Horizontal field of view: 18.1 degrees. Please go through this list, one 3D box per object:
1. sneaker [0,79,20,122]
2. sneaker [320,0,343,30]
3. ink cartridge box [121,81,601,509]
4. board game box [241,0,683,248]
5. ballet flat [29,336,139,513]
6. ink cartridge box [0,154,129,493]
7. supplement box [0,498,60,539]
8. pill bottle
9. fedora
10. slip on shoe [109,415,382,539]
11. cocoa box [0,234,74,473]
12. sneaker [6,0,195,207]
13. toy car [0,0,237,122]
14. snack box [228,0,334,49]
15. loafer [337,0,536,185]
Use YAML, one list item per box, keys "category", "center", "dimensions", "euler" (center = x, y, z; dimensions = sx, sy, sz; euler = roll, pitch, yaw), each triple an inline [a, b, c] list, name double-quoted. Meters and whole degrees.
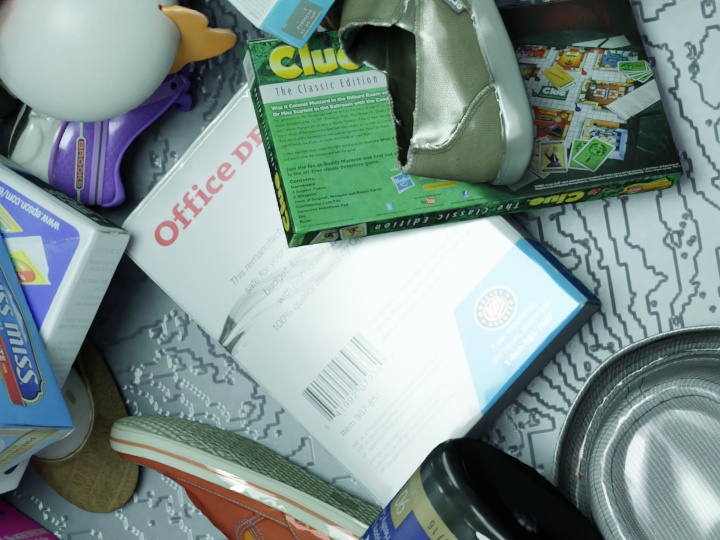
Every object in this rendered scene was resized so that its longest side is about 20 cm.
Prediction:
- category: "sneaker"
  center: [-0.186, -0.179, 1.197]
  dimensions: [0.087, 0.076, 0.201]
  euler: [-3, 89, 13]
- category: "sneaker"
  center: [-0.008, -0.162, 1.172]
  dimensions: [0.075, 0.070, 0.201]
  euler: [-25, 85, 37]
- category: "ink cartridge box"
  center: [0.000, 0.000, 1.148]
  dimensions: [0.200, 0.084, 0.145]
  euler: [44, 98, 9]
- category: "board game box"
  center: [0.050, -0.076, 1.099]
  dimensions: [0.199, 0.023, 0.105]
  euler: [-9, 72, -15]
- category: "ballet flat"
  center: [-0.178, 0.037, 1.195]
  dimensions: [0.068, 0.072, 0.201]
  euler: [-20, 85, 10]
- category: "ink cartridge box"
  center: [-0.235, 0.025, 1.159]
  dimensions: [0.198, 0.043, 0.200]
  euler: [31, 98, 28]
- category: "supplement box"
  center: [-0.164, 0.209, 1.175]
  dimensions: [0.200, 0.101, 0.104]
  euler: [31, 96, 11]
- category: "pill bottle"
  center: [0.023, 0.187, 1.080]
  dimensions: [0.112, 0.112, 0.200]
  euler: [41, 107, 10]
- category: "fedora"
  center: [0.180, 0.123, 1.102]
  dimensions: [0.177, 0.090, 0.200]
  euler: [-29, 83, 11]
- category: "slip on shoe"
  center: [-0.045, 0.132, 1.167]
  dimensions: [0.200, 0.074, 0.061]
  euler: [28, 98, 7]
- category: "cocoa box"
  center: [-0.264, 0.060, 1.071]
  dimensions: [0.200, 0.131, 0.134]
  euler: [-31, 71, 22]
- category: "sneaker"
  center: [-0.116, -0.127, 1.194]
  dimensions: [0.083, 0.081, 0.201]
  euler: [24, 91, -17]
- category: "toy car"
  center: [-0.162, -0.118, 1.091]
  dimensions: [0.199, 0.177, 0.185]
  euler: [13, 70, -13]
- category: "snack box"
  center: [-0.061, -0.208, 1.090]
  dimensions: [0.116, 0.037, 0.200]
  euler: [-54, 52, 13]
- category: "loafer"
  center: [0.023, -0.131, 1.064]
  dimensions: [0.069, 0.075, 0.201]
  euler: [-14, 73, -16]
